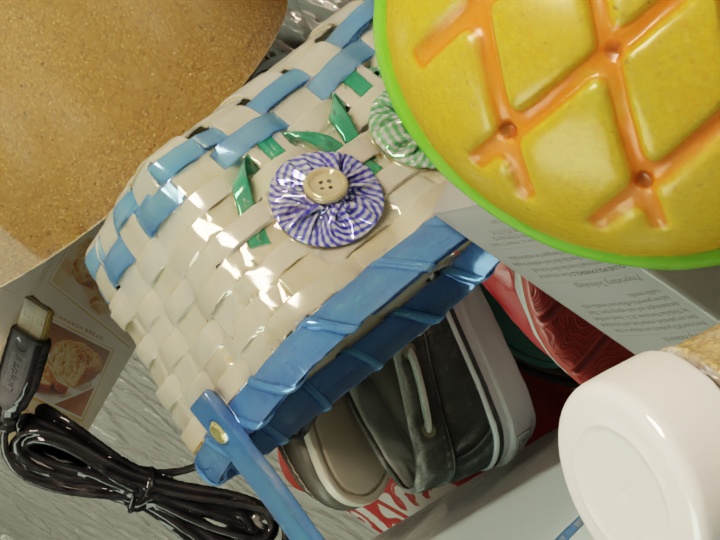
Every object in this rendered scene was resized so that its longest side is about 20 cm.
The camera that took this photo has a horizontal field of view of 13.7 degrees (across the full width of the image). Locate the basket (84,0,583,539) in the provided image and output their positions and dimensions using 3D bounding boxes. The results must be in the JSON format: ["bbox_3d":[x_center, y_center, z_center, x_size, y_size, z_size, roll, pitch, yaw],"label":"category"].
[{"bbox_3d":[0.012,0.021,1.053,0.200,0.176,0.139,48,148,2],"label":"basket"}]

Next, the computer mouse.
[{"bbox_3d":[-0.067,0.020,1.215,0.140,0.200,0.046,19,-149,-9],"label":"computer mouse"}]

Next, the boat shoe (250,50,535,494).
[{"bbox_3d":[0.000,0.000,1.256,0.200,0.071,0.072,59,146,9],"label":"boat shoe"}]

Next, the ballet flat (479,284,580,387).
[{"bbox_3d":[0.108,0.027,1.304,0.199,0.068,0.068,28,175,10],"label":"ballet flat"}]

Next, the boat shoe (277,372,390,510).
[{"bbox_3d":[-0.029,0.020,1.316,0.067,0.201,0.057,14,145,-41],"label":"boat shoe"}]

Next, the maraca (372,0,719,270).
[{"bbox_3d":[0.100,-0.062,0.870,0.199,0.138,0.107,20,-162,8],"label":"maraca"}]

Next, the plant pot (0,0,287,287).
[{"bbox_3d":[-0.161,-0.120,1.135,0.200,0.186,0.186,50,160,-20],"label":"plant pot"}]

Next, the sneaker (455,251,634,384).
[{"bbox_3d":[0.050,-0.036,1.214,0.115,0.078,0.200,27,157,50],"label":"sneaker"}]

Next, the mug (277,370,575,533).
[{"bbox_3d":[0.067,0.095,1.386,0.200,0.134,0.177,33,-168,28],"label":"mug"}]

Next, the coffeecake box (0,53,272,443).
[{"bbox_3d":[-0.148,-0.034,1.322,0.153,0.200,0.073,18,163,42],"label":"coffeecake box"}]

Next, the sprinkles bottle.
[{"bbox_3d":[0.156,0.028,0.914,0.068,0.200,0.068,40,144,38],"label":"sprinkles bottle"}]

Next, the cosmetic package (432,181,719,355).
[{"bbox_3d":[0.139,-0.012,0.998,0.200,0.108,0.085,32,165,-18],"label":"cosmetic package"}]

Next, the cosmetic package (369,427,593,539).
[{"bbox_3d":[0.081,0.138,1.281,0.200,0.081,0.113,-32,96,32],"label":"cosmetic package"}]
